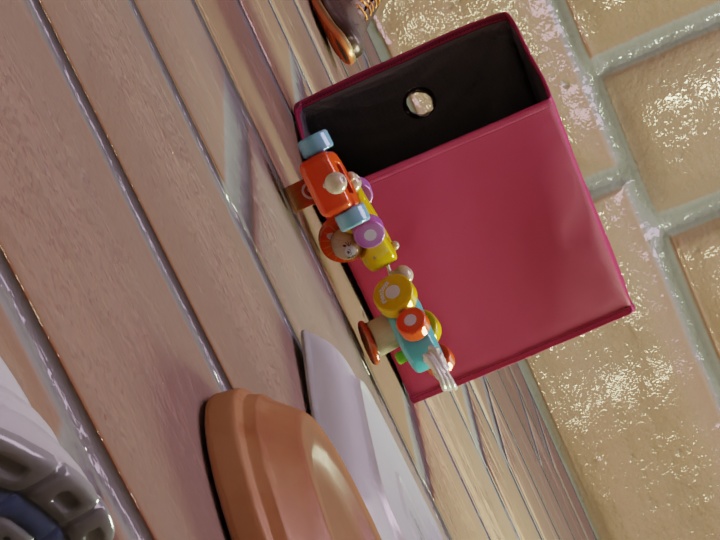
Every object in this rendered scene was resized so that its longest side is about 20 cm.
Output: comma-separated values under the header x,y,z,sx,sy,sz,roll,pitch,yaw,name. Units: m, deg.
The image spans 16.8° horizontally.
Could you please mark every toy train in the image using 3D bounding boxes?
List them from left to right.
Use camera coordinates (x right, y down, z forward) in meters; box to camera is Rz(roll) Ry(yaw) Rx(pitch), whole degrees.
x,y,z,sx,sy,sz,roll,pitch,yaw,name
0.000,0.000,1.690,0.200,0.056,0.150,63,7,-5,toy train

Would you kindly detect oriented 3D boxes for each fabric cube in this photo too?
x,y,z,sx,sy,sz,roll,pitch,yaw,name
0.081,-0.054,1.936,0.200,0.196,0.199,-104,169,-63,fabric cube

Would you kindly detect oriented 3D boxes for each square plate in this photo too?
x,y,z,sx,sy,sz,roll,pitch,yaw,name
0.023,0.153,1.365,0.198,0.028,0.200,-104,169,-63,square plate

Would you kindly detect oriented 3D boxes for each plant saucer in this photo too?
x,y,z,sx,sy,sz,roll,pitch,yaw,name
-0.009,0.139,1.044,0.200,0.037,0.200,-23,90,-85,plant saucer

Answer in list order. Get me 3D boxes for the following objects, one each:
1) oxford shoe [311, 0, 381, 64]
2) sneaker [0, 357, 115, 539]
x,y,z,sx,sy,sz,roll,pitch,yaw,name
-0.013,-0.299,2.738,0.200,0.073,0.071,-105,171,-55,oxford shoe
-0.116,0.004,0.467,0.087,0.074,0.200,56,-9,34,sneaker
